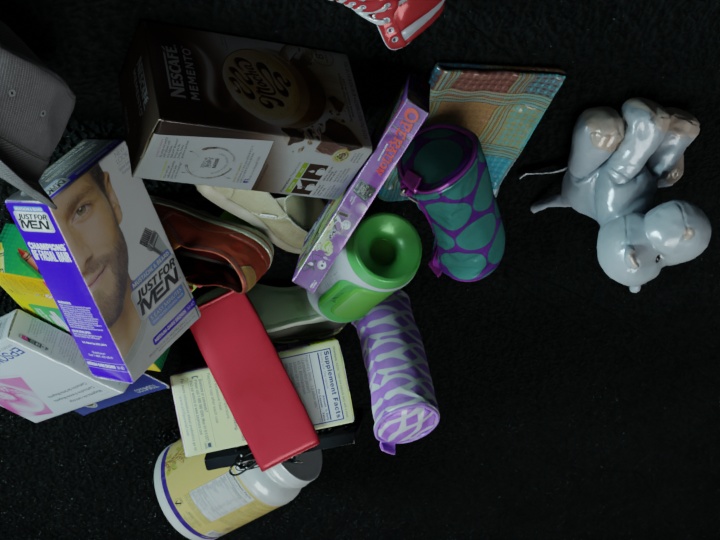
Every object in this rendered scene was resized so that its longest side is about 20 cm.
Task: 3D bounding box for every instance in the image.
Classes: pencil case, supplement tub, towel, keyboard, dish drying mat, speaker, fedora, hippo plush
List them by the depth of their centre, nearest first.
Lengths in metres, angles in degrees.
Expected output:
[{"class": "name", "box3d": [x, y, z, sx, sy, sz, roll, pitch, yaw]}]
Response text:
[{"class": "fedora", "box3d": [-0.292, -0.144, 0.984, 0.090, 0.177, 0.200, -49, 140, 1]}, {"class": "towel", "box3d": [0.108, -0.136, 1.266, 0.145, 0.022, 0.200, -2, 147, -22]}, {"class": "pencil case", "box3d": [0.094, -0.067, 1.270, 0.092, 0.085, 0.200, -33, 148, -2]}, {"class": "hippo plush", "box3d": [0.280, -0.073, 1.304, 0.199, 0.162, 0.159, -20, 149, 10]}, {"class": "speaker", "box3d": [0.000, 0.000, 1.332, 0.088, 0.089, 0.200, -4, 167, -18]}, {"class": "dish drying mat", "box3d": [-0.120, 0.120, 1.380, 0.076, 0.201, 0.018, -26, -170, 0]}, {"class": "pencil case", "box3d": [0.034, 0.109, 1.470, 0.084, 0.201, 0.085, 27, 125, -35]}, {"class": "keyboard", "box3d": [-0.096, 0.200, 1.524, 0.198, 0.104, 0.040, -13, 114, 7]}, {"class": "supplement tub", "box3d": [-0.166, 0.268, 1.690, 0.199, 0.146, 0.145, -30, 146, 24]}]

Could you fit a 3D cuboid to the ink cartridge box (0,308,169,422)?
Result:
[{"class": "ink cartridge box", "box3d": [-0.346, 0.121, 1.375, 0.199, 0.044, 0.196, 33, 146, -30]}]

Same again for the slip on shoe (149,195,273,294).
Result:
[{"class": "slip on shoe", "box3d": [-0.186, -0.025, 1.228, 0.198, 0.061, 0.074, 15, 139, 10]}]

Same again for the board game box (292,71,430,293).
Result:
[{"class": "board game box", "box3d": [0.002, -0.084, 1.155, 0.032, 0.120, 0.201, 32, 110, -4]}]

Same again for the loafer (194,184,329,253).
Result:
[{"class": "loafer", "box3d": [-0.080, -0.076, 1.232, 0.068, 0.076, 0.199, -27, 147, 32]}]

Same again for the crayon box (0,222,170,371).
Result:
[{"class": "crayon box", "box3d": [-0.284, 0.031, 1.287, 0.118, 0.059, 0.200, 8, 153, 19]}]

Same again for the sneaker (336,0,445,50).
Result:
[{"class": "sneaker", "box3d": [-0.012, -0.234, 1.006, 0.198, 0.072, 0.113, -8, 146, -15]}]

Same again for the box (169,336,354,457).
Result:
[{"class": "box", "box3d": [-0.117, 0.145, 1.486, 0.198, 0.098, 0.176, -11, 180, -4]}]

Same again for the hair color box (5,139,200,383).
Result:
[{"class": "hair color box", "box3d": [-0.234, -0.008, 1.153, 0.064, 0.109, 0.201, 3, 127, 37]}]

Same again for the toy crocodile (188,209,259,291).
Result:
[{"class": "toy crocodile", "box3d": [-0.178, -0.007, 1.315, 0.199, 0.062, 0.067, -32, 145, 28]}]

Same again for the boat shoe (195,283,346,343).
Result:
[{"class": "boat shoe", "box3d": [-0.099, 0.053, 1.439, 0.200, 0.072, 0.060, -6, 144, -22]}]

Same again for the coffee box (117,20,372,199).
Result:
[{"class": "coffee box", "box3d": [-0.102, -0.137, 1.085, 0.199, 0.114, 0.080, 4, 145, -29]}]
